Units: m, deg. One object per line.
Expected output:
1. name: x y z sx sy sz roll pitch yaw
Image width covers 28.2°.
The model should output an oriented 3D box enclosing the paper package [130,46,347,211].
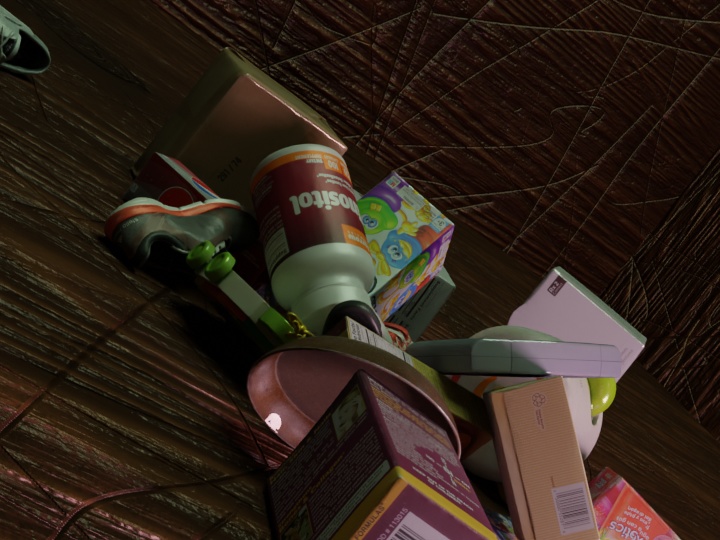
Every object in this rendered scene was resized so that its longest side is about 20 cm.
1. paper package: -0.151 -0.142 1.802 0.190 0.201 0.104 34 11 -31

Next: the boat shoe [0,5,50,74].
1. boat shoe: -0.445 -0.290 1.761 0.071 0.070 0.201 36 5 19

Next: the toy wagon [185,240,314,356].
1. toy wagon: -0.101 0.047 1.416 0.156 0.040 0.200 50 -10 -22

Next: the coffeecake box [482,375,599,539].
1. coffeecake box: 0.173 0.187 1.405 0.200 0.072 0.156 62 15 -85

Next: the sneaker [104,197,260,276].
1. sneaker: -0.179 -0.023 1.516 0.199 0.077 0.082 -2 50 -45

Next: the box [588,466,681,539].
1. box: 0.277 0.291 1.586 0.095 0.103 0.200 46 1 6

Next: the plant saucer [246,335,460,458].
1. plant saucer: -0.003 0.119 1.250 0.199 0.200 0.035 36 53 -15

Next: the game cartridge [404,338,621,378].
1. game cartridge: 0.160 0.090 1.444 0.198 0.042 0.133 5 -11 -34

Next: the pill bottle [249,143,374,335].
1. pill bottle: -0.048 -0.026 1.529 0.113 0.112 0.202 28 38 -48

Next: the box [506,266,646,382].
1. box: 0.336 0.130 2.363 0.200 0.200 0.131 40 10 9

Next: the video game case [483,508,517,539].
1. video game case: 0.205 0.330 1.489 0.182 0.023 0.200 28 15 -48

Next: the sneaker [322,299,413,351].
1. sneaker: 0.010 0.078 1.449 0.109 0.066 0.203 -74 157 -45

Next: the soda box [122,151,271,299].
1. soda box: -0.177 -0.048 1.651 0.200 0.070 0.063 42 9 17

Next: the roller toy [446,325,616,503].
1. roller toy: 0.186 0.164 1.710 0.181 0.202 0.139 31 6 28

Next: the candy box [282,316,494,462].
1. candy box: 0.020 0.136 1.377 0.199 0.116 0.057 32 29 -33

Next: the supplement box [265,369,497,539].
1. supplement box: 0.010 0.186 1.100 0.103 0.131 0.200 36 11 -18

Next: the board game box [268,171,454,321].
1. board game box: 0.000 0.000 1.649 0.103 0.200 0.105 41 -28 17

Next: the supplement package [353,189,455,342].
1. supplement package: -0.010 -0.005 1.853 0.199 0.148 0.191 34 10 -17
